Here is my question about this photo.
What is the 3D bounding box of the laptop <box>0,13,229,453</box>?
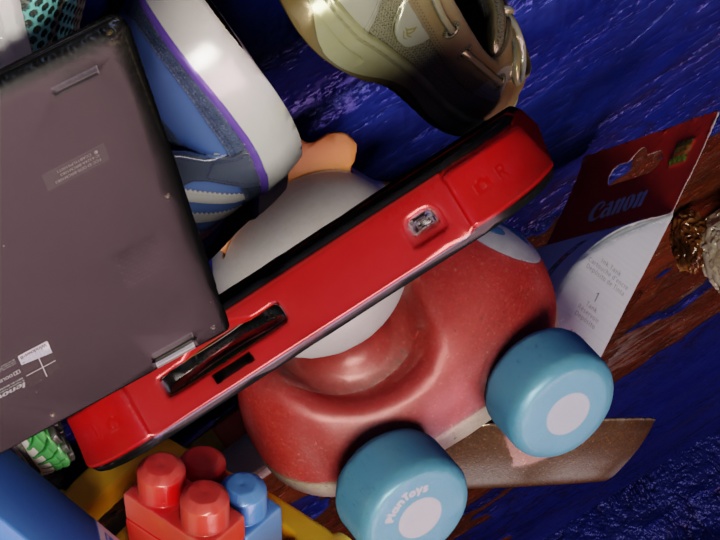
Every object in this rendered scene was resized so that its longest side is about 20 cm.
[{"bbox_3d":[-0.152,0.012,0.615,0.186,0.116,0.201,-29,136,-14],"label":"laptop"}]

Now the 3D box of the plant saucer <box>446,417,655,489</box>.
[{"bbox_3d":[0.071,0.107,1.102,0.199,0.037,0.200,-3,175,0],"label":"plant saucer"}]

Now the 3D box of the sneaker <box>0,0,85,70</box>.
[{"bbox_3d":[-0.090,-0.107,0.544,0.091,0.078,0.200,-33,166,-14],"label":"sneaker"}]

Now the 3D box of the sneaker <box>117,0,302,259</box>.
[{"bbox_3d":[-0.102,-0.028,0.729,0.146,0.081,0.200,-35,170,-8],"label":"sneaker"}]

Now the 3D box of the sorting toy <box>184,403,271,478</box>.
[{"bbox_3d":[-0.038,0.071,1.145,0.185,0.037,0.200,-37,-175,13],"label":"sorting toy"}]

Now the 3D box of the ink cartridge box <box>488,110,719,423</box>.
[{"bbox_3d":[0.111,-0.007,1.102,0.201,0.050,0.162,-64,-164,-16],"label":"ink cartridge box"}]

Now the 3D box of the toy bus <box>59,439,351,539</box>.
[{"bbox_3d":[-0.097,0.151,0.949,0.136,0.199,0.193,-39,141,-36],"label":"toy bus"}]

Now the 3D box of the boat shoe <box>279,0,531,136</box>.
[{"bbox_3d":[0.032,-0.108,0.776,0.063,0.074,0.200,-33,157,19],"label":"boat shoe"}]

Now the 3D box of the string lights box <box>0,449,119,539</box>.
[{"bbox_3d":[-0.195,0.111,0.812,0.102,0.059,0.200,-35,126,11],"label":"string lights box"}]

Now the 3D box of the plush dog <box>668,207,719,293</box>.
[{"bbox_3d":[0.335,-0.025,1.466,0.171,0.199,0.162,-31,133,-40],"label":"plush dog"}]

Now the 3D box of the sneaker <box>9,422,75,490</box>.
[{"bbox_3d":[-0.186,0.084,0.903,0.085,0.078,0.200,-26,163,-19],"label":"sneaker"}]

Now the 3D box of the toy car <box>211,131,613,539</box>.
[{"bbox_3d":[0.000,0.000,0.936,0.176,0.184,0.201,-33,134,-8],"label":"toy car"}]

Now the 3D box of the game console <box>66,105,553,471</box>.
[{"bbox_3d":[-0.015,0.002,0.735,0.199,0.031,0.177,-32,-177,8],"label":"game console"}]
